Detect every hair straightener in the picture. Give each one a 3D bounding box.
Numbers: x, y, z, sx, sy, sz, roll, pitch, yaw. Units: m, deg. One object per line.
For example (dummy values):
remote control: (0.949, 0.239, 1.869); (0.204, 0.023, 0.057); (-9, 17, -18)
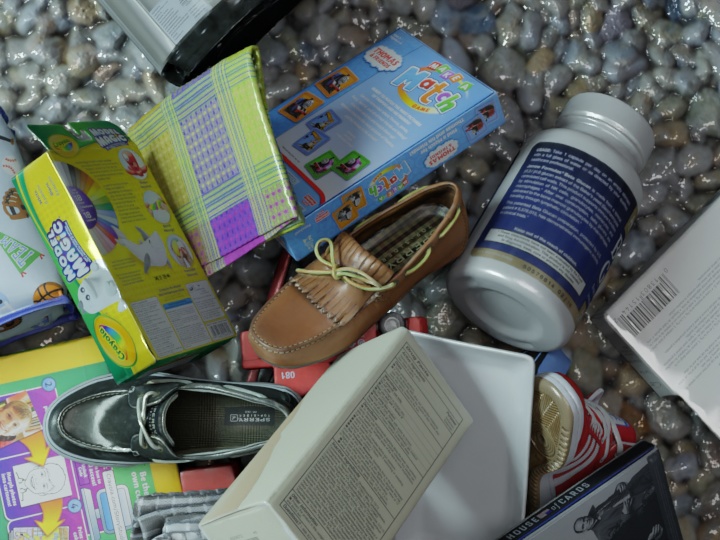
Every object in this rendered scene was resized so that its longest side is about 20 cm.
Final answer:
hair straightener: (-0.054, 0.080, 1.201); (0.077, 0.041, 0.201); (18, 81, -6)

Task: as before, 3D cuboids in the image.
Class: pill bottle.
pill bottle: (0.161, -0.044, 1.206); (0.111, 0.111, 0.200); (33, 67, -4)

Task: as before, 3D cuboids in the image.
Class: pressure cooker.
pressure cooker: (-0.140, -0.267, 1.159); (0.176, 0.179, 0.200); (-42, 92, -8)

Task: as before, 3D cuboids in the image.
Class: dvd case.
dvd case: (0.167, 0.243, 1.144); (0.200, 0.025, 0.151); (-29, 115, -22)

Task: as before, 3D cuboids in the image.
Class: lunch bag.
lunch bag: (-0.335, -0.011, 1.126); (0.199, 0.124, 0.171); (-19, 83, -9)

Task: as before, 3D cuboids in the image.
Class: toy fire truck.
toy fire truck: (-0.041, 0.110, 1.156); (0.199, 0.049, 0.142); (-5, 86, 1)

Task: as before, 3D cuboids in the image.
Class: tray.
tray: (0.079, 0.142, 1.133); (0.107, 0.022, 0.201); (11, 115, 21)

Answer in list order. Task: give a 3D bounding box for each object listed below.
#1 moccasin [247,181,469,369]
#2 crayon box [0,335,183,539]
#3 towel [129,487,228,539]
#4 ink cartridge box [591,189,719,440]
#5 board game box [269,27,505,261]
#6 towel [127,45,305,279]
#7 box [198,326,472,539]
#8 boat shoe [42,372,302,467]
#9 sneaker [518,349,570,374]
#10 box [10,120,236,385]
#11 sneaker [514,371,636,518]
moccasin: (0.001, 0.001, 1.112); (0.201, 0.078, 0.074); (-31, 58, -18)
crayon box: (-0.229, 0.158, 1.157); (0.172, 0.058, 0.201); (-12, 86, -11)
towel: (-0.082, 0.242, 1.114); (0.199, 0.086, 0.166); (-1, 117, -23)
ink cartridge box: (0.326, 0.037, 1.263); (0.200, 0.045, 0.176); (-43, 91, -10)
board game box: (-0.007, -0.106, 1.183); (0.200, 0.151, 0.037); (-34, 130, -10)
towel: (-0.114, -0.074, 1.141); (0.023, 0.200, 0.144); (-12, 81, -37)
box: (-0.012, 0.138, 1.035); (0.095, 0.078, 0.200); (54, 43, -11)
boat shoe: (-0.140, 0.106, 1.099); (0.199, 0.071, 0.072); (-5, 85, 2)
sneaker: (0.075, 0.105, 1.204); (0.200, 0.070, 0.078); (-35, 94, -11)
box: (-0.182, -0.020, 1.118); (0.048, 0.117, 0.201); (-30, 83, 26)
sneaker: (0.174, 0.120, 1.164); (0.112, 0.200, 0.071); (-26, 62, -17)
